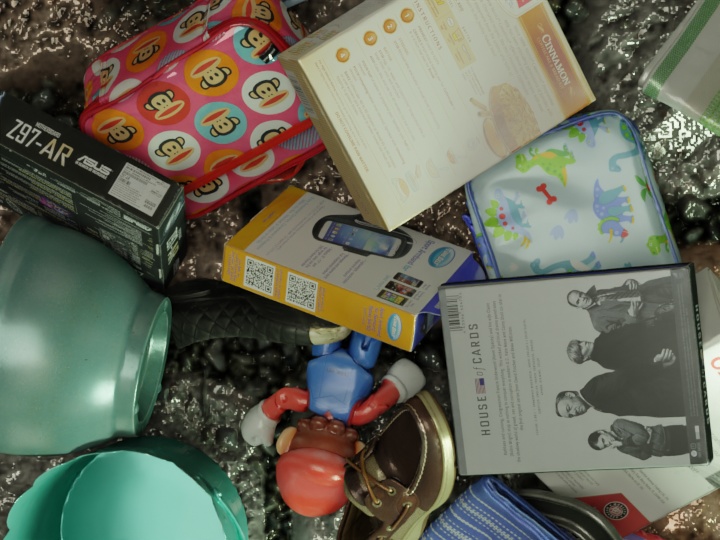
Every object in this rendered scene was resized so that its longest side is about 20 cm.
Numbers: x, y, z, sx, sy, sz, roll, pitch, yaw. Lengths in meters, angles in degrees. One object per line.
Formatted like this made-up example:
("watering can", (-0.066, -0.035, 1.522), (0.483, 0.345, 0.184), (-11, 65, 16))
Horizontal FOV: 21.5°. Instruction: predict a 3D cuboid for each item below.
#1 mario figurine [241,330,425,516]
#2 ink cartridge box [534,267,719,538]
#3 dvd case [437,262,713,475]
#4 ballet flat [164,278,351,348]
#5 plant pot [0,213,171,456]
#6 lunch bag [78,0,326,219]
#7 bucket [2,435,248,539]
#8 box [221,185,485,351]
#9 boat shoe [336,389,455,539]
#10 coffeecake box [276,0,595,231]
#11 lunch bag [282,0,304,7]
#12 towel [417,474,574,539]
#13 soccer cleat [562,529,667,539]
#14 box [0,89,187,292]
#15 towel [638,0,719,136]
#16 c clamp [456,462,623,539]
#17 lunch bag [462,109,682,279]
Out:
("mario figurine", (-0.024, 0.110, 1.616), (0.123, 0.105, 0.202), (10, 84, 43))
("ink cartridge box", (0.237, 0.110, 1.510), (0.199, 0.083, 0.147), (-31, 125, 21))
("dvd case", (0.162, 0.077, 1.441), (0.198, 0.025, 0.152), (-5, 95, 22))
("ballet flat", (-0.084, 0.041, 1.591), (0.198, 0.066, 0.057), (5, 119, 38))
("plant pot", (-0.233, 0.066, 1.570), (0.133, 0.200, 0.203), (13, 96, 4))
("lunch bag", (-0.115, -0.130, 1.565), (0.199, 0.082, 0.176), (-27, 130, 23))
("bucket", (-0.191, 0.239, 1.605), (0.205, 0.135, 0.210), (1, 94, 9))
("box", (0.000, 0.000, 1.550), (0.198, 0.119, 0.042), (22, 125, 18))
("boat shoe", (0.021, 0.172, 1.528), (0.071, 0.201, 0.073), (-15, 60, -25))
("coffeecake box", (0.060, -0.151, 1.485), (0.199, 0.073, 0.154), (-32, 107, -9))
("lunch bag", (-0.063, -0.307, 1.525), (0.198, 0.170, 0.128), (-20, 65, 12))
("towel", (0.117, 0.249, 1.547), (0.144, 0.200, 0.024), (39, 55, 2))
("soccer cleat", (0.222, 0.242, 1.588), (0.199, 0.068, 0.074), (34, 78, 6))
("box", (-0.241, -0.069, 1.578), (0.199, 0.160, 0.044), (28, 71, 6))
("towel", (0.336, -0.142, 1.499), (0.199, 0.031, 0.150), (33, 64, 12))
("c clamp", (0.155, 0.232, 1.543), (0.170, 0.027, 0.201), (3, 128, 41))
("lunch bag", (0.176, -0.024, 1.560), (0.159, 0.082, 0.202), (-19, 92, 9))
